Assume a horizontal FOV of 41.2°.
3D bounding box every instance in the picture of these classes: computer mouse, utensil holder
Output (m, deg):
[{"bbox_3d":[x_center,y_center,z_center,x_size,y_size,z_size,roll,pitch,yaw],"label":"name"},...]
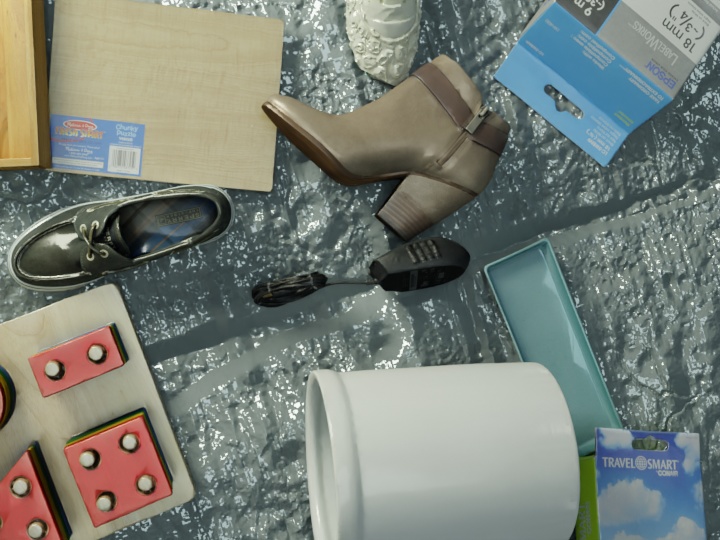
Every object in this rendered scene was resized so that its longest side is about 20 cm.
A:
[{"bbox_3d":[0.000,0.000,0.851,0.197,0.059,0.034,-8,70,-5],"label":"computer mouse"},{"bbox_3d":[0.061,0.163,0.804,0.197,0.170,0.173,-3,91,-12],"label":"utensil holder"}]

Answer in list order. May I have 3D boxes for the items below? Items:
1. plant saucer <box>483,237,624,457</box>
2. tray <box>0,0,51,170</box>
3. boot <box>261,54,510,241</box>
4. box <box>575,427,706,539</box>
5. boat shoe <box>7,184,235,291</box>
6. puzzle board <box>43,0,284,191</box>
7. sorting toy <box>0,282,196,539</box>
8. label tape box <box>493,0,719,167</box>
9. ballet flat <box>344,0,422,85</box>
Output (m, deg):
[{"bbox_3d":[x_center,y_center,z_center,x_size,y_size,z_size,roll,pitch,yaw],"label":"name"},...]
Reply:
[{"bbox_3d":[0.180,0.076,0.895,0.069,0.019,0.202,-23,93,-8],"label":"plant saucer"},{"bbox_3d":[-0.314,-0.185,0.795,0.097,0.037,0.203,-2,90,1],"label":"tray"},{"bbox_3d":[0.031,-0.130,0.841,0.200,0.070,0.147,41,86,-17],"label":"boot"},{"bbox_3d":[0.256,0.249,0.867,0.120,0.048,0.203,6,74,-19],"label":"box"},{"bbox_3d":[-0.204,-0.032,0.805,0.197,0.057,0.070,-17,94,-3],"label":"boat shoe"},{"bbox_3d":[-0.170,-0.153,0.835,0.197,0.017,0.153,4,91,-9],"label":"puzzle board"},{"bbox_3d":[-0.263,0.139,0.796,0.196,0.070,0.202,-21,94,-8],"label":"sorting toy"},{"bbox_3d":[0.240,-0.220,0.877,0.144,0.063,0.201,36,85,-7],"label":"label tape box"},{"bbox_3d":[0.023,-0.268,0.841,0.071,0.072,0.203,0,91,-9],"label":"ballet flat"}]
